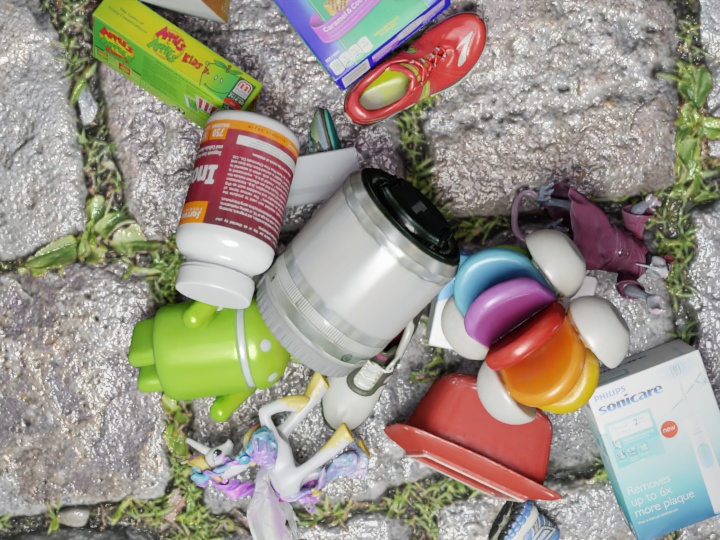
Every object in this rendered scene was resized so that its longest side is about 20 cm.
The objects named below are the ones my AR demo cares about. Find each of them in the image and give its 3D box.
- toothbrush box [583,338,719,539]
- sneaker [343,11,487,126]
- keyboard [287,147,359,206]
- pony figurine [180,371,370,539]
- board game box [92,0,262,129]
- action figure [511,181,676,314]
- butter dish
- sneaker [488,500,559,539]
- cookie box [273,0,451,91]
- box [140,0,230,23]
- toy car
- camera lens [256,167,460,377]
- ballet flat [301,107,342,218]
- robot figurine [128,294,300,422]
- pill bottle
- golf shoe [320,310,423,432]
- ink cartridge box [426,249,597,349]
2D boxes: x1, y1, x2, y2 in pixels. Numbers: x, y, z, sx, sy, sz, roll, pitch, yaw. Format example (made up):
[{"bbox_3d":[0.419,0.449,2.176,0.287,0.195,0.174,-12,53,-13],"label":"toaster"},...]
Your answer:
[{"bbox_3d":[0.366,0.205,1.280,0.145,0.085,0.202,-20,95,3],"label":"toothbrush box"},{"bbox_3d":[0.068,-0.231,1.233,0.199,0.085,0.077,-36,96,4],"label":"sneaker"},{"bbox_3d":[-0.089,-0.104,1.245,0.198,0.011,0.057,-6,93,27],"label":"keyboard"},{"bbox_3d":[-0.092,0.243,1.249,0.199,0.167,0.194,-31,92,4],"label":"pony figurine"},{"bbox_3d":[-0.216,-0.234,1.223,0.199,0.102,0.048,33,69,-3],"label":"board game box"},{"bbox_3d":[0.291,-0.020,1.251,0.199,0.148,0.135,21,74,-28],"label":"action figure"},{"bbox_3d":[0.147,0.177,1.241,0.199,0.199,0.149,25,78,-2],"label":"butter dish"},{"bbox_3d":[0.182,0.388,1.308,0.085,0.077,0.201,30,96,-7],"label":"sneaker"},{"bbox_3d":[-0.020,-0.342,1.213,0.171,0.075,0.201,-38,86,3],"label":"cookie box"},{"bbox_3d":[-0.196,-0.356,1.164,0.096,0.200,0.126,11,97,-1],"label":"box"},{"bbox_3d":[0.169,0.057,1.110,0.175,0.150,0.201,-38,65,20],"label":"toy car"},{"bbox_3d":[0.000,0.000,1.166,0.160,0.160,0.200,42,110,-4],"label":"camera lens"},{"bbox_3d":[-0.035,-0.092,1.260,0.074,0.074,0.202,-21,94,3],"label":"ballet flat"},{"bbox_3d":[-0.172,0.091,1.254,0.198,0.116,0.177,-7,125,3],"label":"robot figurine"},{"bbox_3d":[-0.141,-0.066,1.171,0.112,0.113,0.202,12,73,-1],"label":"pill bottle"},{"bbox_3d":[0.008,0.111,1.272,0.077,0.088,0.201,26,97,-4],"label":"golf shoe"},{"bbox_3d":[0.187,0.048,1.272,0.198,0.068,0.117,10,97,-1],"label":"ink cartridge box"}]
